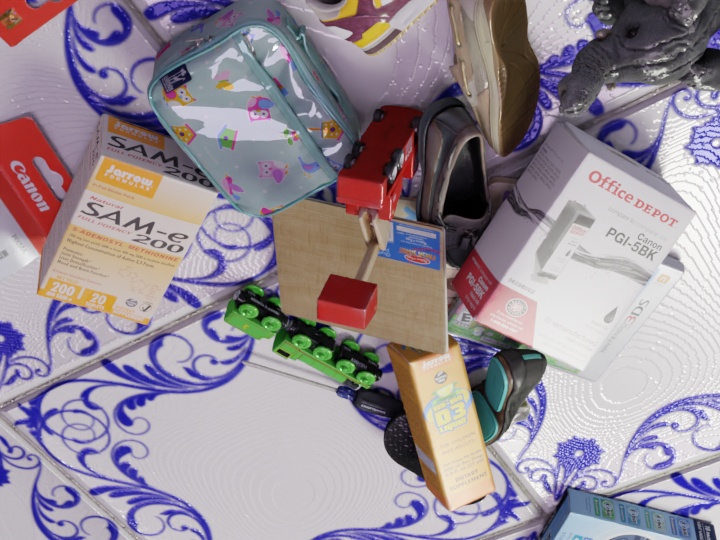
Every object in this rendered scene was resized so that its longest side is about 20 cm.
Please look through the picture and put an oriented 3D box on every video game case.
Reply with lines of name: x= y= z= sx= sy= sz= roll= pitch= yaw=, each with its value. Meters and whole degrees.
video game case: x=0.215 y=0.029 z=1.371 sx=0.199 sy=0.022 sz=0.182 roll=19 pitch=127 yaw=-17

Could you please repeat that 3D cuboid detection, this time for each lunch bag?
lunch bag: x=-0.097 y=-0.157 z=1.222 sx=0.160 sy=0.077 sz=0.200 roll=-24 pitch=123 yaw=22

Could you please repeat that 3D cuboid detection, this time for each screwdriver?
screwdriver: x=-0.042 y=0.134 z=1.484 sx=0.199 sy=0.028 sz=0.029 roll=20 pitch=157 yaw=-16

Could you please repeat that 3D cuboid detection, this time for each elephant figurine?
elephant figurine: x=0.258 y=-0.203 z=1.075 sx=0.141 sy=0.200 sz=0.155 roll=29 pitch=125 yaw=-18

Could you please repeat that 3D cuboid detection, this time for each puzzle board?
puzzle board: x=0.000 y=0.000 z=1.329 sx=0.199 sy=0.017 sz=0.151 roll=13 pitch=125 yaw=25

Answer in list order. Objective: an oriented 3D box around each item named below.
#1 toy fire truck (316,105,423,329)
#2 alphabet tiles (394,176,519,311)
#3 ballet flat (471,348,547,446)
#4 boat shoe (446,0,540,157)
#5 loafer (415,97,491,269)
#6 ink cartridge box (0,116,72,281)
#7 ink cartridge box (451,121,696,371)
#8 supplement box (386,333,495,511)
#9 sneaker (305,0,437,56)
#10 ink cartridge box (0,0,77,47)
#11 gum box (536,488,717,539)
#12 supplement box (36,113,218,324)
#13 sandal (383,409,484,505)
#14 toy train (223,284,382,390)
toy fire truck: x=0.013 y=-0.054 z=1.216 sx=0.049 sy=0.200 sz=0.141 roll=12 pitch=127 yaw=13
alphabet tiles: x=0.118 y=-0.017 z=1.359 sx=0.195 sy=0.015 sz=0.200 roll=8 pitch=129 yaw=-2
ballet flat: x=0.165 y=0.146 z=1.442 sx=0.068 sy=0.068 sz=0.200 roll=-15 pitch=157 yaw=-20
boat shoe: x=0.120 y=-0.192 z=1.190 sx=0.065 sy=0.072 sz=0.200 roll=25 pitch=151 yaw=31
loafer: x=0.095 y=-0.072 z=1.250 sx=0.072 sy=0.063 sz=0.200 roll=-25 pitch=133 yaw=-16
ink cartridge box: x=-0.396 y=-0.062 z=1.344 sx=0.199 sy=0.050 sz=0.162 roll=-13 pitch=127 yaw=19
ink cartridge box: x=0.208 y=-0.022 z=1.257 sx=0.146 sy=0.083 sz=0.200 roll=25 pitch=109 yaw=-23
supplement box: x=0.092 y=0.165 z=1.432 sx=0.066 sy=0.069 sz=0.201 roll=-22 pitch=112 yaw=-13
sneaker: x=0.035 y=-0.277 z=1.116 sx=0.090 sy=0.075 sz=0.200 roll=29 pitch=125 yaw=-25
ink cartridge box: x=-0.336 y=-0.303 z=1.143 sx=0.162 sy=0.057 sz=0.200 roll=-28 pitch=117 yaw=24
gum box: x=0.328 y=0.370 z=1.637 sx=0.199 sy=0.045 sz=0.170 roll=15 pitch=128 yaw=-8
supplement box: x=-0.241 y=-0.048 z=1.312 sx=0.126 sy=0.074 sz=0.200 roll=17 pitch=127 yaw=-22
sandal: x=0.089 y=0.220 z=1.541 sx=0.075 sy=0.045 sz=0.200 roll=-19 pitch=135 yaw=24
toy train: x=-0.065 y=0.081 z=1.440 sx=0.200 sy=0.042 sz=0.056 roll=31 pitch=135 yaw=-20
